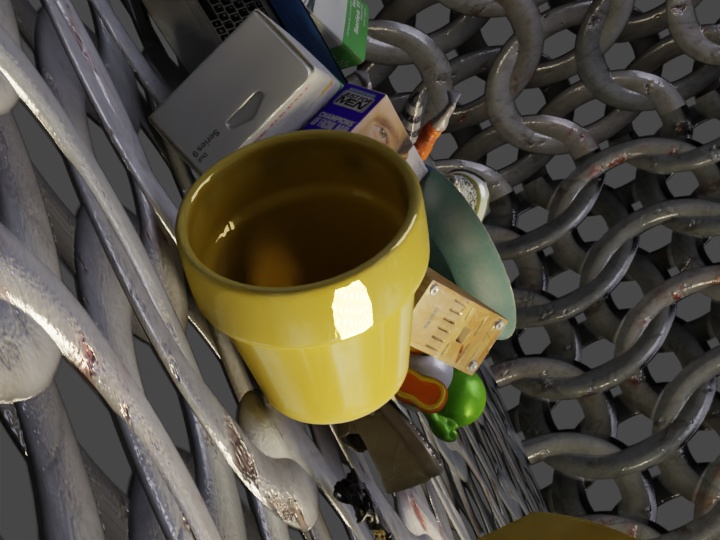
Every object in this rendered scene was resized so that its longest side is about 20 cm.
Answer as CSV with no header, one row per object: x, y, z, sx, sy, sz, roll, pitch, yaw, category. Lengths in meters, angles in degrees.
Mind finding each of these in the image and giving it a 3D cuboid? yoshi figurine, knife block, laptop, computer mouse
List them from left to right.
-0.128,-0.249,1.784,0.116,0.199,0.188,-86,154,-45,laptop
0.021,0.007,1.608,0.175,0.064,0.200,38,7,39,knife block
0.025,0.270,1.534,0.200,0.046,0.140,61,-4,-12,computer mouse
0.083,0.110,1.738,0.112,0.112,0.200,58,-3,12,yoshi figurine

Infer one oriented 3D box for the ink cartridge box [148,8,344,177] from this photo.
-0.103,-0.157,1.645,0.088,0.145,0.200,45,6,3,ink cartridge box

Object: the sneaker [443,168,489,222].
0.076,-0.022,1.908,0.089,0.077,0.201,22,84,-67,sneaker

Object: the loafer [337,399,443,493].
0.001,0.141,1.732,0.200,0.068,0.076,49,-3,29,loafer

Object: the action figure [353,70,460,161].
0.007,-0.113,1.881,0.105,0.199,0.194,-140,-119,-63,action figure

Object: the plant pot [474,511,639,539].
0.168,0.344,1.648,0.176,0.199,0.201,37,-34,60,plant pot

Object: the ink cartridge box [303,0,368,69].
-0.104,-0.295,1.920,0.200,0.146,0.083,40,48,-48,ink cartridge box

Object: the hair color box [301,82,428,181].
-0.035,-0.072,1.677,0.065,0.200,0.109,21,-29,45,hair color box

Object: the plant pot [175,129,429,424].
-0.037,0.018,1.428,0.201,0.200,0.189,-109,-173,-48,plant pot

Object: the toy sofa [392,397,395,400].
0.010,0.072,1.995,0.098,0.083,0.200,63,6,-19,toy sofa

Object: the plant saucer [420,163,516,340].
0.086,-0.011,1.762,0.201,0.039,0.201,53,-19,27,plant saucer
